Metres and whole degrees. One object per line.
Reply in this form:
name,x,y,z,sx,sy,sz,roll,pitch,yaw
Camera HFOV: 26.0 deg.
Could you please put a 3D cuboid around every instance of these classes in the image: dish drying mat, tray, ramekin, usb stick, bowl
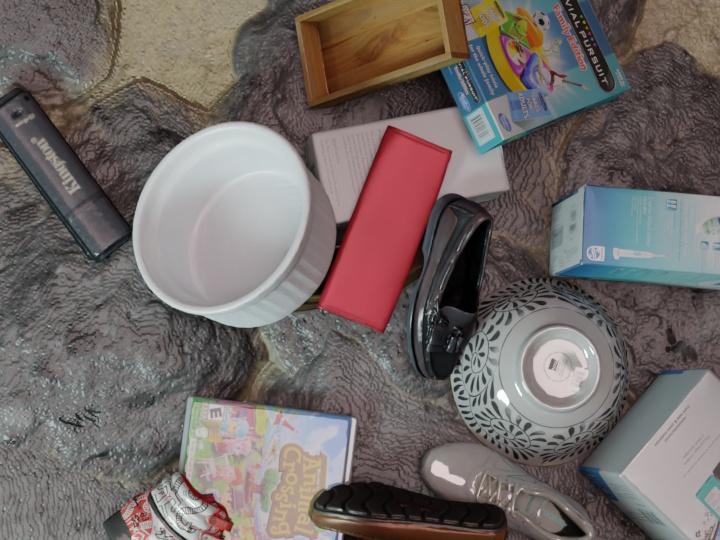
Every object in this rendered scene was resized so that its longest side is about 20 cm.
dish drying mat,0.026,-0.042,1.596,0.076,0.018,0.201,22,88,-9
tray,0.020,-0.241,1.608,0.037,0.199,0.100,-5,83,-47
ramekin,-0.121,-0.040,1.571,0.199,0.098,0.202,-8,69,22
usb stick,-0.314,-0.099,1.625,0.055,0.033,0.201,-37,89,-8
bowl,0.199,0.105,1.632,0.199,0.094,0.203,1,85,-6

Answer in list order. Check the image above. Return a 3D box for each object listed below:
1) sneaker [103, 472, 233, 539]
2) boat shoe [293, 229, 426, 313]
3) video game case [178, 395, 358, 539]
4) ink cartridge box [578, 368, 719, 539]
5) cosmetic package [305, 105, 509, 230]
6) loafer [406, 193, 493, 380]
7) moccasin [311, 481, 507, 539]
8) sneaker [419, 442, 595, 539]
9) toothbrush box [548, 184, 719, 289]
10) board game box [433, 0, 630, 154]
sneaker,-0.159,0.301,1.564,0.108,0.067,0.202,-37,87,-5
boat shoe,0.000,0.000,1.632,0.199,0.068,0.072,-22,87,-8
video game case,-0.103,0.241,1.620,0.180,0.022,0.202,8,83,-6
ink cartridge box,0.360,0.223,1.608,0.200,0.147,0.146,44,81,-4
cosmetic package,0.048,-0.109,1.648,0.198,0.074,0.103,-10,86,-9
loafer,0.095,0.024,1.608,0.071,0.063,0.202,-8,111,-41
moccasin,0.049,0.265,1.590,0.199,0.074,0.078,7,117,-3
sneaker,0.158,0.233,1.622,0.199,0.080,0.071,24,84,-2
toothbrush box,0.310,-0.032,1.632,0.198,0.146,0.086,5,84,-5
board game box,0.176,-0.226,1.645,0.199,0.047,0.152,-24,87,-35
